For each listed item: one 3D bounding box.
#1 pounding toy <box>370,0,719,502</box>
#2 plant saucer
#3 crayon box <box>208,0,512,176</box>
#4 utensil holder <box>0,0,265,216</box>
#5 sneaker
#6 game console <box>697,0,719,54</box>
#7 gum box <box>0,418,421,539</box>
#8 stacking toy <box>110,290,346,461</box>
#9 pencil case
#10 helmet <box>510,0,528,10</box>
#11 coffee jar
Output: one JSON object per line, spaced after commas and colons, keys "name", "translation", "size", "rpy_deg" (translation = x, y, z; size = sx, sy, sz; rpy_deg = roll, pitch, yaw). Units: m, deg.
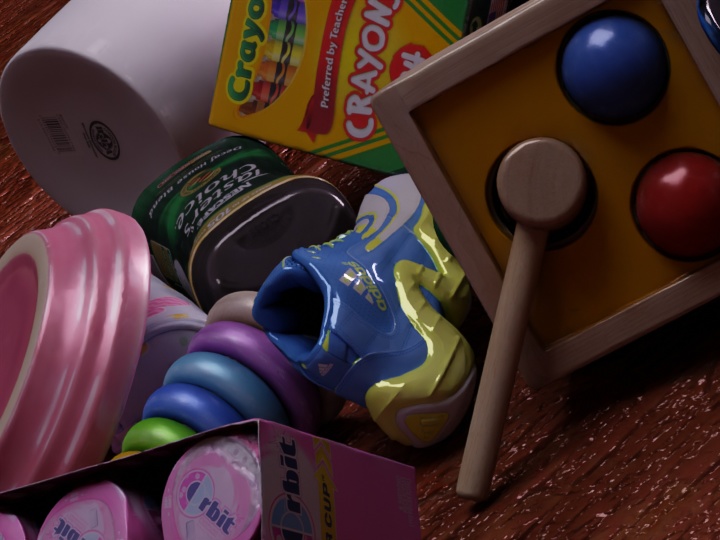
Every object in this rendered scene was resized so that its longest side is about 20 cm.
{"name": "pounding toy", "translation": [0.101, -0.030, 1.308], "size": [0.200, 0.185, 0.142], "rpy_deg": [-28, 4, 17]}
{"name": "plant saucer", "translation": [-0.176, 0.058, 1.505], "size": [0.201, 0.051, 0.201], "rpy_deg": [-48, 31, 42]}
{"name": "crayon box", "translation": [-0.014, -0.131, 1.691], "size": [0.199, 0.127, 0.051], "rpy_deg": [16, 9, 33]}
{"name": "utensil holder", "translation": [-0.124, -0.140, 1.932], "size": [0.170, 0.170, 0.200], "rpy_deg": [-11, 29, 45]}
{"name": "sneaker", "translation": [0.000, 0.000, 1.408], "size": [0.076, 0.105, 0.200], "rpy_deg": [-54, 24, 24]}
{"name": "game console", "translation": [0.245, -0.103, 1.291], "size": [0.170, 0.119, 0.200], "rpy_deg": [-7, 24, 10]}
{"name": "gum box", "translation": [-0.086, 0.127, 1.240], "size": [0.199, 0.113, 0.066], "rpy_deg": [-18, 66, 33]}
{"name": "stacking toy", "translation": [-0.093, 0.101, 1.400], "size": [0.085, 0.086, 0.200], "rpy_deg": [-7, 33, 49]}
{"name": "pencil case", "translation": [-0.125, 0.049, 1.567], "size": [0.091, 0.083, 0.200], "rpy_deg": [-32, 19, -13]}
{"name": "helmet", "translation": [0.042, -0.212, 1.806], "size": [0.190, 0.201, 0.200], "rpy_deg": [-4, 26, 18]}
{"name": "coffee jar", "translation": [-0.062, -0.015, 1.635], "size": [0.104, 0.086, 0.200], "rpy_deg": [-33, 19, -9]}
